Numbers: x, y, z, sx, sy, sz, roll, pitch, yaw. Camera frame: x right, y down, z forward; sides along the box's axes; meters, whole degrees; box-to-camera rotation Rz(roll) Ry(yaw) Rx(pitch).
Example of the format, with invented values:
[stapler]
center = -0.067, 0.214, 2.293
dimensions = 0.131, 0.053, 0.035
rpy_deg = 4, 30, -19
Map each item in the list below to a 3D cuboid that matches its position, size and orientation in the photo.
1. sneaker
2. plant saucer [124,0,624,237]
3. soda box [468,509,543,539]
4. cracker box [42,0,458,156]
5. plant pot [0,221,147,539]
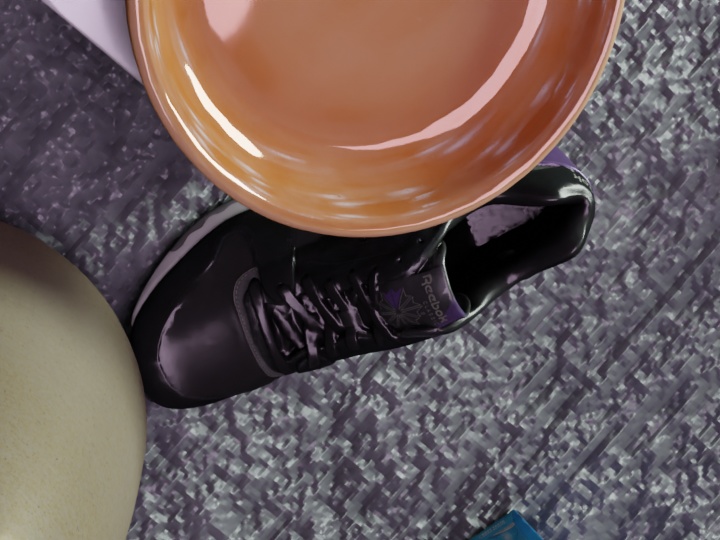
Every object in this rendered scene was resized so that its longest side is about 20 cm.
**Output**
[sneaker]
center = 0.000, 0.000, 1.185
dimensions = 0.199, 0.088, 0.076
rpy_deg = -29, 115, -6
[plant saucer]
center = 0.005, -0.113, 1.113
dimensions = 0.199, 0.037, 0.201
rpy_deg = -6, 109, -18
[soda box]
center = 0.097, 0.208, 1.302
dimensions = 0.068, 0.064, 0.200
rpy_deg = -34, 115, -5
[cracker box]
center = -0.061, -0.139, 1.134
dimensions = 0.200, 0.058, 0.134
rpy_deg = 39, 93, -25
[plant pot]
center = -0.164, 0.095, 1.088
dimensions = 0.186, 0.200, 0.188
rpy_deg = -3, 109, -8
